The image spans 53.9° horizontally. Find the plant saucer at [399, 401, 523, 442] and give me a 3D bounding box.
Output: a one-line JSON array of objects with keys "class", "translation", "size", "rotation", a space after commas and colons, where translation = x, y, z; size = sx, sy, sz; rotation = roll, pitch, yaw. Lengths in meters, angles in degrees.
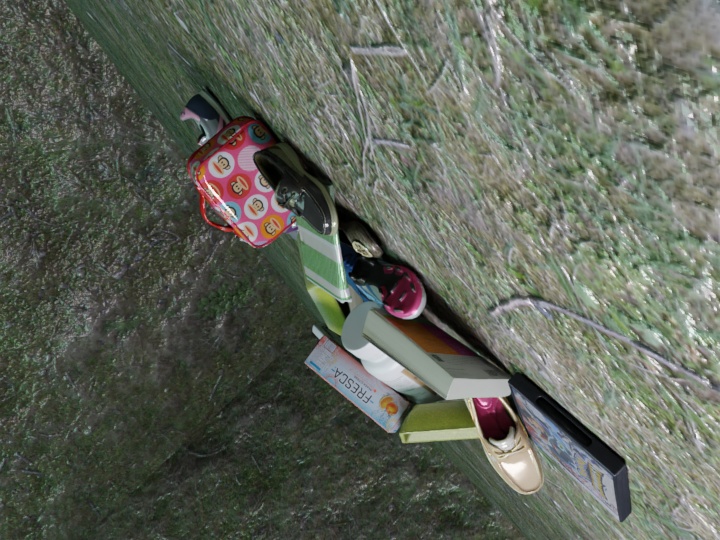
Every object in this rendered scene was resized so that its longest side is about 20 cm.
[{"class": "plant saucer", "translation": [0.165, 0.255, 1.203], "size": [0.200, 0.197, 0.049], "rotation": [75, -169, -72]}]

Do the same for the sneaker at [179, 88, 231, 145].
[{"class": "sneaker", "translation": [-0.283, -0.263, 1.432], "size": [0.201, 0.082, 0.070], "rotation": [53, 170, -27]}]

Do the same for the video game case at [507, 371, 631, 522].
[{"class": "video game case", "translation": [0.287, 0.243, 0.966], "size": [0.181, 0.025, 0.201], "rotation": [42, 170, 38]}]

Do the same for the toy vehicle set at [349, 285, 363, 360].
[{"class": "toy vehicle set", "translation": [-0.004, 0.080, 1.369], "size": [0.124, 0.026, 0.203], "rotation": [79, -179, -73]}]

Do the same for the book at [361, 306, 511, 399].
[{"class": "book", "translation": [0.112, 0.121, 1.037], "size": [0.132, 0.049, 0.199], "rotation": [7, -162, -39]}]

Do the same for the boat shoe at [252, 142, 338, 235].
[{"class": "boat shoe", "translation": [-0.103, -0.121, 1.085], "size": [0.202, 0.065, 0.072], "rotation": [54, 147, 32]}]

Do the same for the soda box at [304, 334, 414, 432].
[{"class": "soda box", "translation": [-0.002, 0.200, 1.253], "size": [0.199, 0.064, 0.068], "rotation": [37, 178, 18]}]

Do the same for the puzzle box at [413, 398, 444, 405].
[{"class": "puzzle box", "translation": [0.107, 0.226, 1.420], "size": [0.199, 0.131, 0.026], "rotation": [11, 106, 64]}]

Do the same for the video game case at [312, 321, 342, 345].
[{"class": "video game case", "translation": [0.021, 0.159, 1.521], "size": [0.200, 0.180, 0.024], "rotation": [40, 129, 46]}]

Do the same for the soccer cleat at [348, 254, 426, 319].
[{"class": "soccer cleat", "translation": [0.058, 0.028, 1.090], "size": [0.086, 0.070, 0.200], "rotation": [30, -177, -32]}]

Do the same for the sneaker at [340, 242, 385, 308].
[{"class": "sneaker", "translation": [0.000, 0.000, 1.251], "size": [0.200, 0.066, 0.079], "rotation": [44, 159, 27]}]

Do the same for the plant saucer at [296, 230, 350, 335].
[{"class": "plant saucer", "translation": [-0.073, 0.018, 1.409], "size": [0.201, 0.047, 0.201], "rotation": [66, -173, -48]}]

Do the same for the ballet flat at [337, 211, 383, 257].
[{"class": "ballet flat", "translation": [-0.023, -0.056, 1.143], "size": [0.068, 0.046, 0.200], "rotation": [55, 170, -31]}]

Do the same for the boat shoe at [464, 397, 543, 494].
[{"class": "boat shoe", "translation": [0.210, 0.247, 1.055], "size": [0.201, 0.073, 0.069], "rotation": [59, -174, 5]}]

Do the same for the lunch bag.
[{"class": "lunch bag", "translation": [-0.194, -0.139, 1.205], "size": [0.201, 0.176, 0.082], "rotation": [54, 169, -34]}]

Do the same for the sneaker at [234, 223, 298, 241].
[{"class": "sneaker", "translation": [-0.219, -0.110, 1.586], "size": [0.201, 0.140, 0.078], "rotation": [53, 170, -26]}]

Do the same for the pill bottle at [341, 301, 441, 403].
[{"class": "pill bottle", "translation": [0.064, 0.137, 1.195], "size": [0.199, 0.115, 0.114], "rotation": [37, 180, -37]}]

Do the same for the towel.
[{"class": "towel", "translation": [-0.065, -0.058, 1.160], "size": [0.152, 0.023, 0.203], "rotation": [31, 134, 56]}]
